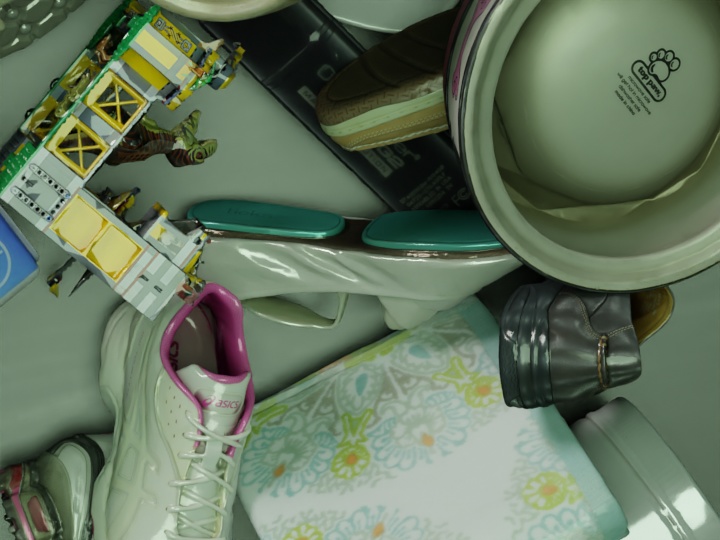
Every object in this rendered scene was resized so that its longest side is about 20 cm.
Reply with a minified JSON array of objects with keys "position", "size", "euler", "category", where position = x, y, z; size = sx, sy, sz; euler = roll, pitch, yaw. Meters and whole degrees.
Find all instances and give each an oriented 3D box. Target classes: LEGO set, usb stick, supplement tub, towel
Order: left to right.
[{"position":[-0.106,-0.054,1.409],"size":[0.116,0.200,0.154],"euler":[40,81,-13],"category":"LEGO set"},{"position":[-0.006,-0.090,1.476],"size":[0.055,0.033,0.200],"euler":[-40,111,17],"category":"usb stick"},{"position":[0.027,0.110,1.447],"size":[0.171,0.200,0.048],"euler":[-29,130,-3],"category":"towel"},{"position":[0.095,0.175,1.486],"size":[0.200,0.132,0.132],"euler":[-34,99,-3],"category":"supplement tub"}]

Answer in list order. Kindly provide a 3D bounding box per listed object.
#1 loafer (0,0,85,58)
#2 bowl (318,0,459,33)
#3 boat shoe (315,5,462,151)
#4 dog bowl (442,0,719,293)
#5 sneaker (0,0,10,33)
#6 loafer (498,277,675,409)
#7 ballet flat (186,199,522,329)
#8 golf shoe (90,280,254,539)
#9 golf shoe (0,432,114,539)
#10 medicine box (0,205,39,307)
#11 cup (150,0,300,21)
[{"position":[-0.234,-0.125,1.453],"size":[0.200,0.070,0.070],"euler":[-34,61,-6],"category":"loafer"},{"position":[-0.014,-0.234,1.431],"size":[0.199,0.075,0.200],"euler":[20,129,-7],"category":"bowl"},{"position":[0.078,-0.099,1.437],"size":[0.200,0.072,0.076],"euler":[-22,122,2],"category":"boat shoe"},{"position":[0.130,-0.094,1.379],"size":[0.200,0.074,0.201],"euler":[-7,112,-17],"category":"dog bowl"},{"position":[-0.187,-0.188,1.399],"size":[0.088,0.081,0.200],"euler":[13,67,15],"category":"sneaker"},{"position":[0.129,0.020,1.444],"size":[0.072,0.200,0.073],"euler":[1,115,17],"category":"loafer"},{"position":[0.000,0.000,1.475],"size":[0.199,0.069,0.070],"euler":[3,95,16],"category":"ballet flat"},{"position":[-0.093,0.098,1.439],"size":[0.075,0.091,0.201],"euler":[6,69,-31],"category":"golf shoe"},{"position":[-0.120,0.183,1.488],"size":[0.092,0.073,0.200],"euler":[-24,97,-7],"category":"golf shoe"},{"position":[-0.293,-0.007,1.330],"size":[0.200,0.103,0.182],"euler":[-41,101,-25],"category":"medicine box"},{"position":[-0.062,-0.201,1.326],"size":[0.200,0.143,0.201],"euler":[5,132,6],"category":"cup"}]
